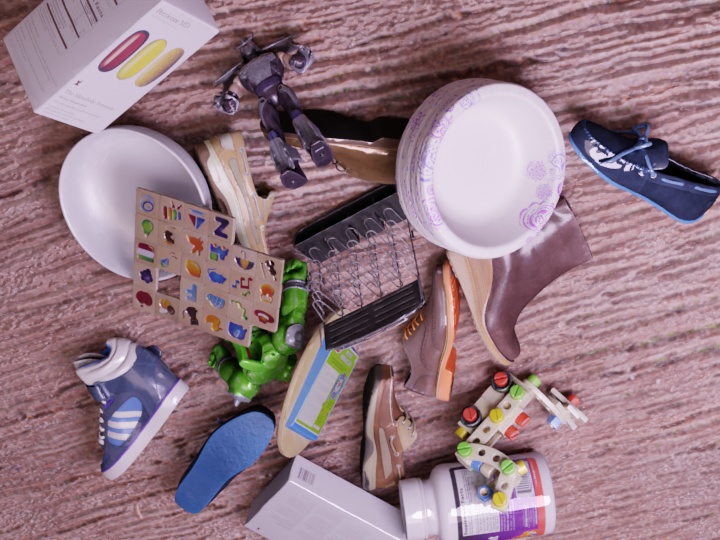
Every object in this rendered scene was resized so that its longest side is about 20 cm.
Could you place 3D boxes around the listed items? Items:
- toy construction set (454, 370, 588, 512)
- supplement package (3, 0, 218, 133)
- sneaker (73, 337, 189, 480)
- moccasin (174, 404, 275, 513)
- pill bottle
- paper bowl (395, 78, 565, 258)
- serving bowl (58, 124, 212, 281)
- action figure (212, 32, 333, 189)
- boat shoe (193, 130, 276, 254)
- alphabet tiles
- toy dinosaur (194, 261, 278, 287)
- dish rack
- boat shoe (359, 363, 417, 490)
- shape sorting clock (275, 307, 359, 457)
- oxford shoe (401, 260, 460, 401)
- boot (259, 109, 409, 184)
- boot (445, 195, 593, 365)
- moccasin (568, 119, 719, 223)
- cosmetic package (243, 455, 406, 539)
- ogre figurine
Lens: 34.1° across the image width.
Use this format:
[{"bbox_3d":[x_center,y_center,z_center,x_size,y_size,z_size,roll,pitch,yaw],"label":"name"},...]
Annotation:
[{"bbox_3d":[0.201,0.210,1.524,0.131,0.200,0.092,38,155,29],"label":"toy construction set"},{"bbox_3d":[-0.280,-0.265,1.315,0.200,0.114,0.110,-36,69,20],"label":"supplement package"},{"bbox_3d":[-0.337,0.177,1.590,0.146,0.081,0.200,38,117,-5],"label":"sneaker"},{"bbox_3d":[-0.190,0.248,1.617,0.080,0.068,0.200,44,111,-9],"label":"moccasin"},{"bbox_3d":[0.155,0.311,1.582,0.198,0.112,0.112,-7,117,-2],"label":"pill bottle"},{"bbox_3d":[0.131,-0.121,1.357,0.199,0.104,0.202,-7,105,-27],"label":"paper bowl"},{"bbox_3d":[-0.267,-0.091,1.440,0.199,0.066,0.201,9,120,15],"label":"serving bowl"},{"bbox_3d":[-0.097,-0.197,1.341,0.130,0.069,0.201,-34,66,14],"label":"action figure"},{"bbox_3d":[-0.136,-0.079,1.446,0.076,0.072,0.201,-26,127,-10],"label":"boat shoe"},{"bbox_3d":[-0.185,0.001,1.407,0.199,0.008,0.168,18,121,16],"label":"alphabet tiles"},{"bbox_3d":[-0.169,0.006,1.462,0.088,0.048,0.200,37,156,-14],"label":"toy dinosaur"},{"bbox_3d":[0.000,0.000,1.408,0.153,0.201,0.055,-28,130,17],"label":"dish rack"},{"bbox_3d":[0.039,0.212,1.582,0.073,0.076,0.201,1,125,-2],"label":"boat shoe"},{"bbox_3d":[-0.057,0.140,1.483,0.039,0.200,0.201,25,118,17],"label":"shape sorting clock"},{"bbox_3d":[0.089,0.078,1.509,0.072,0.071,0.201,7,116,9],"label":"oxford shoe"},{"bbox_3d":[-0.024,-0.145,1.407,0.199,0.074,0.076,8,127,-2],"label":"boot"},{"bbox_3d":[0.214,0.017,1.466,0.165,0.072,0.201,-21,117,11],"label":"boot"},{"bbox_3d":[0.336,-0.131,1.376,0.199,0.081,0.068,24,131,-22],"label":"moccasin"},{"bbox_3d":[-0.043,0.354,1.644,0.199,0.052,0.151,31,132,-11],"label":"cosmetic package"},{"bbox_3d":[-0.127,0.090,1.494,0.199,0.120,0.098,-30,132,14],"label":"ogre figurine"}]
